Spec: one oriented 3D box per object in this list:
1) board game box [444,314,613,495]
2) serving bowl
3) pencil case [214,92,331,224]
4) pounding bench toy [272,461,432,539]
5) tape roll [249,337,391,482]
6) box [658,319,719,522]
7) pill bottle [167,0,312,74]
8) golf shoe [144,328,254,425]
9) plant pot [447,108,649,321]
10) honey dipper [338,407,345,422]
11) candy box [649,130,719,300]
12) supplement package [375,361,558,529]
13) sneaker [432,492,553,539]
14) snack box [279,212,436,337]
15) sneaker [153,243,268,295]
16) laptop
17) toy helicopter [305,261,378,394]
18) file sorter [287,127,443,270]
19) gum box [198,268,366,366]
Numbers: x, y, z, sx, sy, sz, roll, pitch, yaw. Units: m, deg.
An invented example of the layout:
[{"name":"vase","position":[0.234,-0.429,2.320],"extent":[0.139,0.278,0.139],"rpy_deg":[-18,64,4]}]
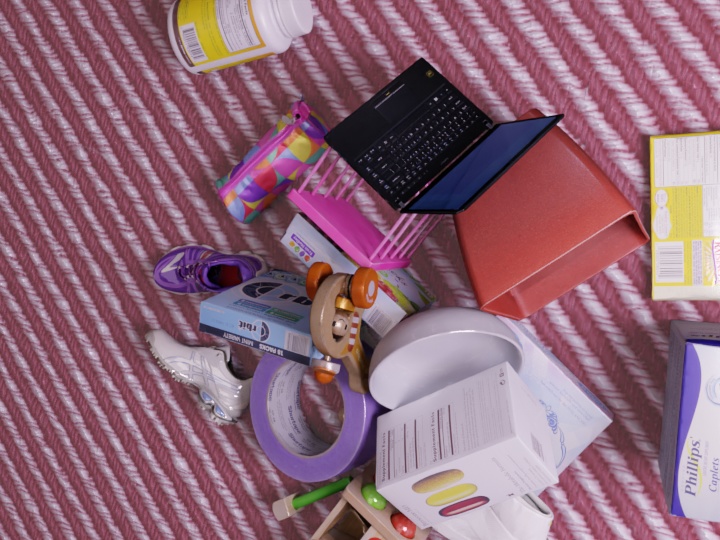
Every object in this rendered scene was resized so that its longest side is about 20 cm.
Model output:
[{"name":"board game box","position":[0.199,0.194,1.023],"extent":[0.200,0.043,0.200],"rpy_deg":[44,109,12]},{"name":"serving bowl","position":[0.103,0.104,0.949],"extent":[0.196,0.200,0.067],"rpy_deg":[-23,51,19]},{"name":"pencil case","position":[-0.126,-0.159,1.102],"extent":[0.200,0.088,0.089],"rpy_deg":[-43,79,18]},{"name":"pounding bench toy","position":[-0.015,0.348,1.070],"extent":[0.199,0.124,0.158],"rpy_deg":[40,105,13]},{"name":"tape roll","position":[-0.057,0.189,1.079],"extent":[0.195,0.084,0.207],"rpy_deg":[-1,87,31]},{"name":"box","position":[0.405,0.163,0.863],"extent":[0.102,0.199,0.190],"rpy_deg":[5,95,18]},{"name":"pill bottle","position":[-0.171,-0.358,1.091],"extent":[0.195,0.109,0.113],"rpy_deg":[-8,91,20]},{"name":"golf shoe","position":[-0.244,0.144,1.182],"extent":[0.199,0.078,0.098],"rpy_deg":[41,88,7]},{"name":"plant pot","position":[0.214,-0.072,0.933],"extent":[0.198,0.199,0.179],"rpy_deg":[-34,69,18]},{"name":"honey dipper","position":[0.045,0.166,1.088],"extent":[0.198,0.038,0.039],"rpy_deg":[-37,81,23]},{"name":"candy box","position":[0.411,-0.066,0.938],"extent":[0.099,0.026,0.207],"rpy_deg":[-1,93,18]},{"name":"supplement package","position":[0.127,0.222,0.943],"extent":[0.197,0.111,0.114],"rpy_deg":[-28,126,25]},{"name":"sneaker","position":[0.161,0.305,0.996],"extent":[0.197,0.073,0.119],"rpy_deg":[24,101,36]},{"name":"snack box","position":[0.000,0.000,1.033],"extent":[0.199,0.142,0.053],"rpy_deg":[43,108,12]},{"name":"sneaker","position":[-0.237,-0.001,1.153],"extent":[0.194,0.083,0.083],"rpy_deg":[-2,93,21]},{"name":"laptop","position":[0.087,-0.159,0.846],"extent":[0.177,0.104,0.200],"rpy_deg":[-40,76,-21]},{"name":"toy helicopter","position":[-0.019,0.094,0.915],"extent":[0.077,0.202,0.134],"rpy_deg":[6,53,23]},{"name":"file sorter","position":[0.024,-0.095,0.990],"extent":[0.139,0.199,0.126],"rpy_deg":[42,103,12]},{"name":"gum box","position":[-0.096,0.057,1.038],"extent":[0.166,0.199,0.046],"rpy_deg":[14,107,20]}]
